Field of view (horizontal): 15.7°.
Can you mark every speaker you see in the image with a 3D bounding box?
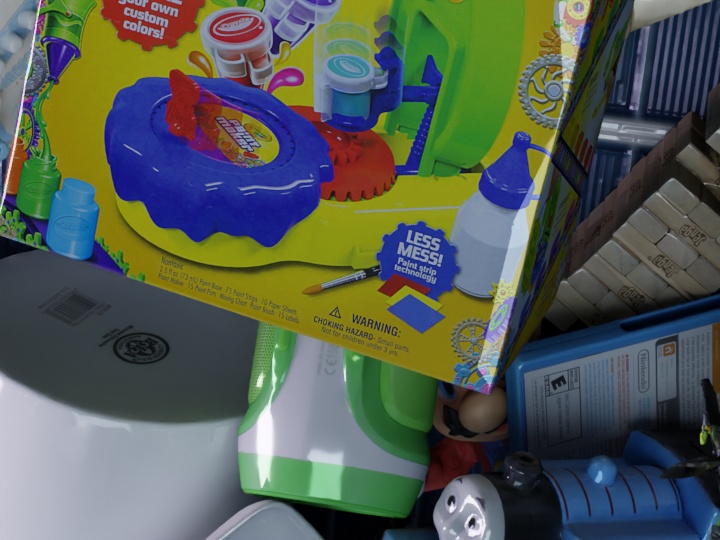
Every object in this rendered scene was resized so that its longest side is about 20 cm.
[{"bbox_3d":[0.000,0.000,1.109,0.088,0.088,0.201,8,83,4],"label":"speaker"}]

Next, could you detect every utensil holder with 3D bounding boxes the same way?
[{"bbox_3d":[-0.123,0.114,1.204,0.169,0.170,0.201,15,117,0],"label":"utensil holder"}]

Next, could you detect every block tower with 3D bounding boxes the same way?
[{"bbox_3d":[0.163,-0.043,1.144,0.058,0.054,0.200,40,116,-12],"label":"block tower"}]

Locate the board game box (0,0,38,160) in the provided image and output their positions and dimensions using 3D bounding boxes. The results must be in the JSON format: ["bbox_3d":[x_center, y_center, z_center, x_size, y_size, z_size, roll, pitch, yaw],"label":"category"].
[{"bbox_3d":[-0.093,-0.146,1.061,0.026,0.199,0.201,32,125,36],"label":"board game box"}]

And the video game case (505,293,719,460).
[{"bbox_3d":[0.162,0.074,1.173,0.199,0.018,0.144,-14,122,-14],"label":"video game case"}]

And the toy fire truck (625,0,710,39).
[{"bbox_3d":[0.093,-0.147,1.103,0.200,0.049,0.141,-34,107,22],"label":"toy fire truck"}]

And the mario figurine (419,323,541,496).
[{"bbox_3d":[0.074,0.083,1.187,0.200,0.124,0.106,49,152,-23],"label":"mario figurine"}]

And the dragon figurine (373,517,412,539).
[{"bbox_3d":[-0.007,0.184,1.260,0.200,0.100,0.059,-33,108,27],"label":"dragon figurine"}]

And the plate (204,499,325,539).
[{"bbox_3d":[-0.069,0.201,1.153,0.200,0.032,0.200,-38,133,3],"label":"plate"}]

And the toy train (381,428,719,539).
[{"bbox_3d":[0.101,0.127,1.111,0.199,0.087,0.115,2,115,-31],"label":"toy train"}]

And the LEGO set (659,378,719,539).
[{"bbox_3d":[0.210,0.030,1.077,0.199,0.116,0.155,-5,94,-35],"label":"LEGO set"}]

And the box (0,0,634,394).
[{"bbox_3d":[-0.009,-0.087,0.980,0.199,0.122,0.194,17,110,11],"label":"box"}]
